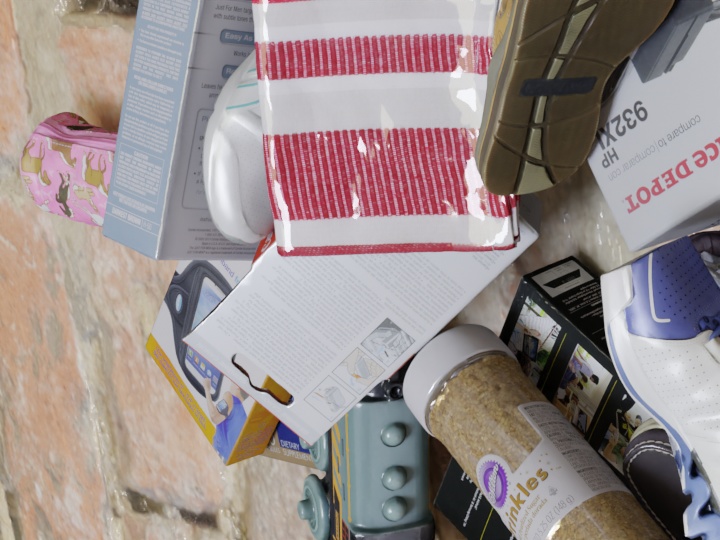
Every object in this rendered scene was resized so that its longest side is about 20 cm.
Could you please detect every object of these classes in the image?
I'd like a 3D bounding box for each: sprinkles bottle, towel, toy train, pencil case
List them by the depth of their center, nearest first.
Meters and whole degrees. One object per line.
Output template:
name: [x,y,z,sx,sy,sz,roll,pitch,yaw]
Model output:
towel: [0.012,-0.106,1.086,0.143,0.023,0.202,-1,105,13]
sprinkles bottle: [0.101,0.115,1.119,0.200,0.068,0.069,50,139,40]
toy train: [0.009,0.120,1.320,0.114,0.085,0.202,-133,40,-63]
pencil case: [-0.176,-0.070,1.498,0.199,0.082,0.087,11,101,50]

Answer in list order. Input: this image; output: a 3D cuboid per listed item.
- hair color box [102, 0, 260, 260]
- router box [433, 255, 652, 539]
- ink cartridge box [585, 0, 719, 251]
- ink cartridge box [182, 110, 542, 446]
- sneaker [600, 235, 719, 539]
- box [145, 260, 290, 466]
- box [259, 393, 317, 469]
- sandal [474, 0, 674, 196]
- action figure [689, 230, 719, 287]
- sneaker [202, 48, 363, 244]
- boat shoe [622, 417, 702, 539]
hair color box: [-0.083,-0.109,1.188,0.060,0.099,0.202,23,106,44]
router box: [0.132,0.116,1.209,0.149,0.051,0.201,44,135,29]
ink cartridge box: [0.166,-0.132,1.036,0.145,0.083,0.201,-35,76,51]
ink cartridge box: [0.000,0.000,1.172,0.109,0.050,0.200,40,115,-12]
sneaker: [0.206,0.071,0.985,0.115,0.080,0.201,-17,98,39]
box: [-0.084,0.030,1.407,0.119,0.041,0.201,52,141,26]
box: [-0.046,0.041,1.421,0.121,0.032,0.202,7,109,51]
sandal: [0.100,-0.120,1.005,0.201,0.080,0.054,110,151,-45]
action figure: [0.240,0.054,1.036,0.199,0.069,0.131,29,117,37]
sneaker: [-0.026,-0.104,1.135,0.080,0.070,0.201,27,98,31]
boat shoe: [0.215,0.162,1.076,0.200,0.065,0.072,46,134,6]
